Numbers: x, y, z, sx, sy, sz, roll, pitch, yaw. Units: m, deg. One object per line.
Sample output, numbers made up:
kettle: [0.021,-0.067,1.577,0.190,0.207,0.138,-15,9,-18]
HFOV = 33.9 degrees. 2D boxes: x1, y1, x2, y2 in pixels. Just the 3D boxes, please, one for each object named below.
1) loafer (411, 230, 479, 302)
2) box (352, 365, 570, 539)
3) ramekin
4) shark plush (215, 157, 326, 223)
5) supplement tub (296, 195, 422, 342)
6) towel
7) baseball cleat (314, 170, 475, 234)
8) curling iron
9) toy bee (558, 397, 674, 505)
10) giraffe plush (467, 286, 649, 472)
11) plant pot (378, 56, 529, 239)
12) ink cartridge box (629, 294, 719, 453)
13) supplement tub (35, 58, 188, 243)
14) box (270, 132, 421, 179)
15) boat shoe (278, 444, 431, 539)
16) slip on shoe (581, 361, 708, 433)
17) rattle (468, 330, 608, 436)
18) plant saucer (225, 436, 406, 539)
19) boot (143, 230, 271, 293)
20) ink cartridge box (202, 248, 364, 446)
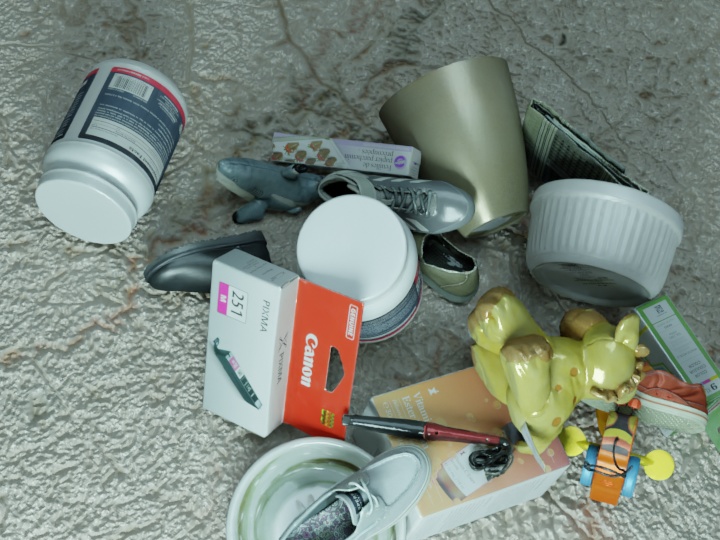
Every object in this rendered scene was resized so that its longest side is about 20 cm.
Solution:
loafer: [0.075,-0.039,1.539,0.199,0.070,0.075,31,58,5]
box: [0.116,0.208,1.383,0.199,0.107,0.153,-15,65,-21]
ramekin: [0.307,-0.029,1.522,0.199,0.200,0.106,18,75,-3]
shark plush: [-0.089,-0.108,1.530,0.199,0.083,0.091,12,58,-7]
supplement tub: [0.000,0.000,1.396,0.139,0.200,0.141,-1,76,5]
towel: [0.293,-0.134,1.578,0.035,0.200,0.193,-44,77,-9]
baseball cleat: [0.040,-0.083,1.471,0.199,0.106,0.070,7,98,13]
curling iron: [0.076,0.187,1.307,0.199,0.026,0.050,16,56,-3]
toy bee: [0.304,0.205,1.367,0.130,0.200,0.109,21,73,-6]
giraffe plush: [0.228,0.100,1.298,0.161,0.173,0.201,-21,73,-10]
plant pot: [0.145,-0.151,1.577,0.186,0.187,0.201,-16,79,-22]
ink cartridge box: [0.401,0.143,1.495,0.059,0.104,0.201,-22,68,-24]
supplement tub: [-0.307,-0.149,1.466,0.140,0.141,0.201,19,58,-2]
box: [-0.021,-0.150,1.545,0.199,0.041,0.039,8,90,22]
boat shoe: [-0.007,0.256,1.254,0.200,0.072,0.070,-37,74,-6]
slip on shoe: [0.320,0.136,1.404,0.199,0.074,0.062,18,63,-4]
rattle: [0.225,0.137,1.461,0.199,0.130,0.144,3,101,-29]
plant saucer: [-0.049,0.289,1.313,0.199,0.050,0.201,0,68,0]
boot: [-0.154,0.060,1.433,0.164,0.066,0.201,-17,70,-21]
ink cartridge box: [-0.091,0.097,1.317,0.173,0.201,0.044,22,31,25]
